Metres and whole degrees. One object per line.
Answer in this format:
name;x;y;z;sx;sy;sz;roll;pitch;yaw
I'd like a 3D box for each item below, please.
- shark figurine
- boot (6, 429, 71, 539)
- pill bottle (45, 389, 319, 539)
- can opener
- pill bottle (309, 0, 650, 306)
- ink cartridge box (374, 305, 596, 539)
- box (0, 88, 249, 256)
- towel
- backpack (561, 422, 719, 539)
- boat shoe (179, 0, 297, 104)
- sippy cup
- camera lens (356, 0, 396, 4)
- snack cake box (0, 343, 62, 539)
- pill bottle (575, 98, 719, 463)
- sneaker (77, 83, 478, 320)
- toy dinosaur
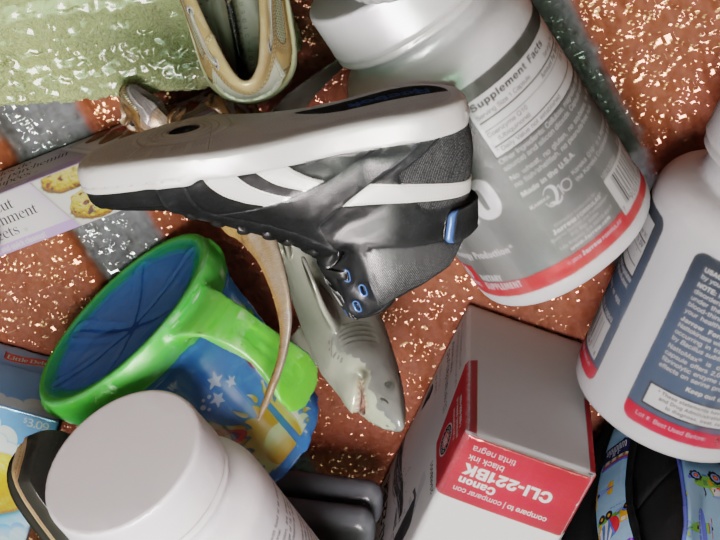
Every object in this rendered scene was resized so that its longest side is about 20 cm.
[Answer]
shark figurine;-0.010;-0.018;1.112;0.089;0.128;0.215;-18;97;-20
boot;-0.185;0.177;1.129;0.138;0.078;0.200;-13;133;27
pill bottle;-0.084;0.164;1.045;0.113;0.113;0.200;-21;131;14
can opener;-0.086;0.152;1.180;0.200;0.053;0.067;2;125;11
pill bottle;0.064;-0.088;1.029;0.114;0.114;0.200;-29;115;18
ink cartridge box;0.065;0.147;1.151;0.084;0.144;0.200;19;119;-7
box;-0.157;-0.055;1.102;0.200;0.039;0.041;-19;116;13
towel;-0.140;-0.164;1.038;0.200;0.036;0.148;-8;120;5
backpack;0.183;0.185;1.137;0.134;0.200;0.183;27;117;-13
boat shoe;-0.075;-0.185;0.949;0.072;0.076;0.200;-19;91;3
sippy cup;-0.098;0.070;1.115;0.140;0.178;0.130;-43;112;3
camera lens;0.005;-0.252;0.907;0.160;0.160;0.200;-26;116;17
snack cake box;-0.292;0.094;1.180;0.200;0.067;0.115;16;121;-7
pill bottle;0.212;-0.001;1.071;0.120;0.120;0.200;16;121;-7
sneaker;-0.037;-0.023;0.952;0.200;0.073;0.112;-9;110;1
toy dinosaur;-0.060;-0.034;1.022;0.200;0.060;0.106;58;135;20
